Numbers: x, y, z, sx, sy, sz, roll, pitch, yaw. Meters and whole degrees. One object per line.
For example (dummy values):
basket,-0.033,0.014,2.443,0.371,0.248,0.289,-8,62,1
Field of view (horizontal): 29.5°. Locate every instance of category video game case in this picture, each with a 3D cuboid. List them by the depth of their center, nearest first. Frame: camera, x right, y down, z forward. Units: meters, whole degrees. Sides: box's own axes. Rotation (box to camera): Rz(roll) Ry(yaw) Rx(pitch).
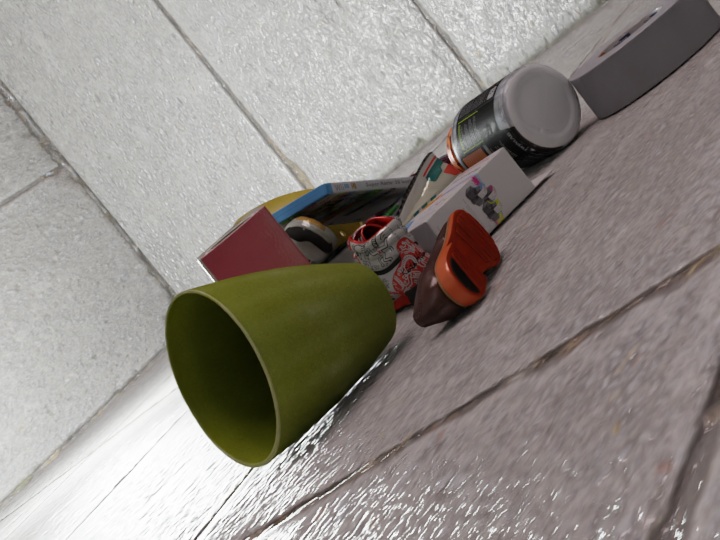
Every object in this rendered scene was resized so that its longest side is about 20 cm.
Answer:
video game case,-0.023,-0.092,1.872,0.199,0.018,0.143,-9,-13,-46

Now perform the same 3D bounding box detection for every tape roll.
tape roll,0.369,-0.285,1.775,0.200,0.066,0.200,-39,5,4

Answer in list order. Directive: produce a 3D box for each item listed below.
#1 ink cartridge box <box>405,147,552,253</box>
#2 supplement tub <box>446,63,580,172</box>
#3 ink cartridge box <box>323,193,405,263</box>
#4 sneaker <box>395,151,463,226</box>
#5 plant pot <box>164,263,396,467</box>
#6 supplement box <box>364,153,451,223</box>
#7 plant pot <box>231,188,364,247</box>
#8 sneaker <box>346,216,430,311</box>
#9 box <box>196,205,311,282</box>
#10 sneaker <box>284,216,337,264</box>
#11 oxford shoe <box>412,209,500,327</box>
ink cartridge box,0.132,-0.076,1.673,0.200,0.068,0.115,-43,7,-30
supplement tub,0.202,-0.195,1.868,0.122,0.123,0.200,-42,7,-25
ink cartridge box,0.000,0.000,1.867,0.200,0.083,0.147,-39,5,20
sneaker,0.086,-0.052,1.738,0.201,0.093,0.070,-65,2,-26
plant pot,-0.065,0.072,1.393,0.199,0.188,0.187,-25,-4,-35
supplement box,0.097,-0.117,2.071,0.199,0.061,0.109,-32,9,-31
plant pot,-0.075,-0.041,2.029,0.142,0.200,0.200,-41,4,33
sneaker,0.024,-0.005,1.616,0.067,0.108,0.201,-41,6,-21
box,-0.105,0.028,1.727,0.109,0.200,0.128,-39,7,-5
sneaker,-0.097,-0.004,1.846,0.200,0.075,0.088,-37,22,58
oxford shoe,0.091,-0.004,1.388,0.072,0.071,0.200,-42,4,24
